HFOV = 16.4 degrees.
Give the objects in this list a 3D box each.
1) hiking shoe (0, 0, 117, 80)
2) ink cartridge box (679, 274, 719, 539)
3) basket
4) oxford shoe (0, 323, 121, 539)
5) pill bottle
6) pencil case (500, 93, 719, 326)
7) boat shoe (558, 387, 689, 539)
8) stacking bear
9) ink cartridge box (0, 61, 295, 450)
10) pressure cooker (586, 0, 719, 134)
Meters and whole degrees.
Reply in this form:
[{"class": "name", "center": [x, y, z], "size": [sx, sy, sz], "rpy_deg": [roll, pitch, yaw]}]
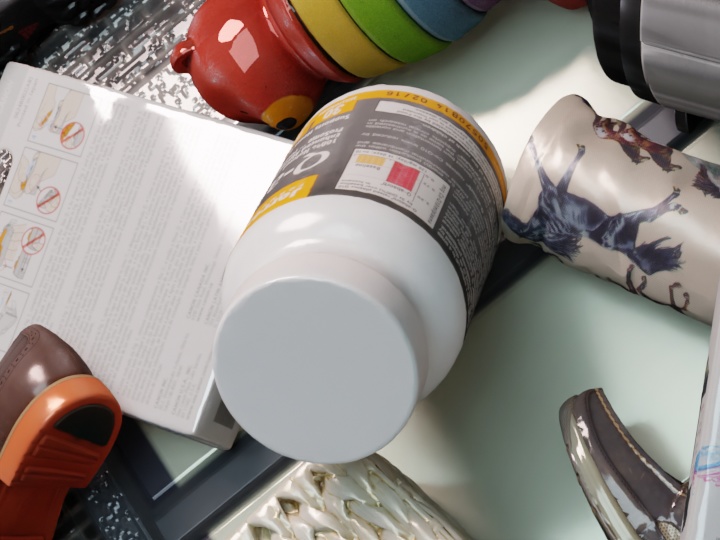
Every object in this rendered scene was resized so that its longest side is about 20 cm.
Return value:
[{"class": "hiking shoe", "center": [-0.218, -0.159, 1.385], "size": [0.199, 0.076, 0.101], "rpy_deg": [-29, 60, 3]}, {"class": "ink cartridge box", "center": [0.214, 0.093, 1.072], "size": [0.145, 0.083, 0.201], "rpy_deg": [9, 89, 6]}, {"class": "basket", "center": [0.029, 0.186, 1.165], "size": [0.200, 0.136, 0.123], "rpy_deg": [42, 90, 25]}, {"class": "oxford shoe", "center": [-0.197, 0.117, 1.297], "size": [0.200, 0.071, 0.073], "rpy_deg": [-52, 54, 18]}, {"class": "pill bottle", "center": [0.000, 0.000, 1.174], "size": [0.116, 0.200, 0.117], "rpy_deg": [5, 117, 11]}, {"class": "pencil case", "center": [0.162, -0.020, 1.193], "size": [0.199, 0.089, 0.078], "rpy_deg": [24, 123, 25]}, {"class": "boat shoe", "center": [0.165, 0.135, 1.164], "size": [0.073, 0.075, 0.201], "rpy_deg": [-33, 76, 0]}, {"class": "stacking bear", "center": [-0.002, -0.142, 1.274], "size": [0.199, 0.121, 0.114], "rpy_deg": [-31, 70, 19]}, {"class": "ink cartridge box", "center": [-0.129, -0.011, 1.326], "size": [0.199, 0.047, 0.161], "rpy_deg": [17, 84, 30]}, {"class": "pressure cooker", "center": [0.193, -0.153, 1.159], "size": [0.199, 0.179, 0.177], "rpy_deg": [16, 86, 23]}]
